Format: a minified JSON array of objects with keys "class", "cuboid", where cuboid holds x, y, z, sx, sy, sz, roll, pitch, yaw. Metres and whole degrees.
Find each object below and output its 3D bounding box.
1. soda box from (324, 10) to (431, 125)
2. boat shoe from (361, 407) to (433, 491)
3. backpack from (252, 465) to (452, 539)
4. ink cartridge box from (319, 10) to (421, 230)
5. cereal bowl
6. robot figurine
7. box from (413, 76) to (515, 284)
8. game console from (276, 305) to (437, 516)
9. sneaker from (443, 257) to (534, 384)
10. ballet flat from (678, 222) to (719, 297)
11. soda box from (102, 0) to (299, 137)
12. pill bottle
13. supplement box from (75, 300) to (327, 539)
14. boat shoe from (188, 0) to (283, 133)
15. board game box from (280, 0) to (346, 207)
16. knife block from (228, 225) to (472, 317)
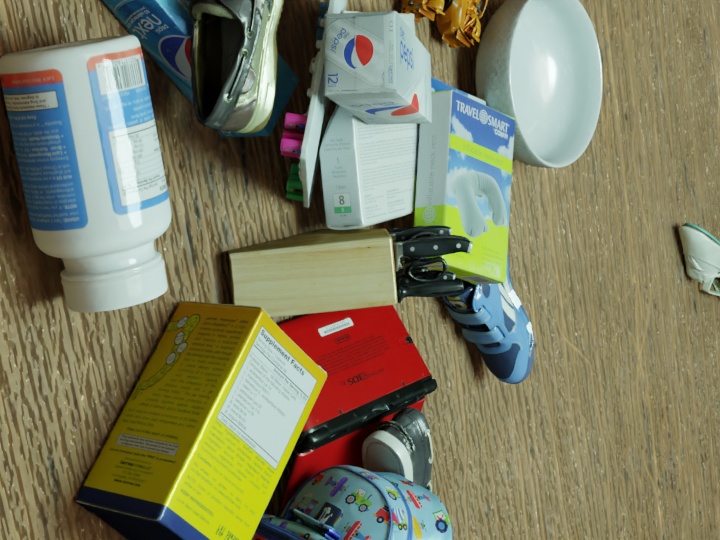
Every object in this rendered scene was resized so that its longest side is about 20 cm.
[{"class":"soda box","cuboid":[0.018,-0.172,1.203,0.200,0.062,0.069,10,80,-79]},{"class":"boat shoe","cuboid":[0.039,0.215,1.375,0.060,0.073,0.202,-41,144,-34]},{"class":"backpack","cuboid":[-0.020,0.267,1.243,0.134,0.182,0.202,37,79,-39]},{"class":"ink cartridge box","cuboid":[0.011,-0.150,1.359,0.160,0.049,0.203,-18,102,-62]},{"class":"cereal bowl","cuboid":[0.192,-0.217,1.567,0.199,0.083,0.203,-2,93,-50]},{"class":"robot figurine","cuboid":[0.103,-0.350,1.472,0.144,0.058,0.203,23,75,-49]},{"class":"box","cuboid":[0.108,-0.095,1.426,0.121,0.047,0.203,15,75,-49]},{"class":"game console","cuboid":[-0.029,0.137,1.371,0.199,0.118,0.174,-18,75,-49]},{"class":"sneaker","cuboid":[0.131,0.040,1.521,0.082,0.073,0.202,-32,109,-42]},{"class":"ballet flat","cuboid":[0.505,-0.003,1.977,0.199,0.069,0.070,30,69,-48]},{"class":"soda box","cuboid":[-0.140,-0.204,1.186,0.200,0.064,0.068,49,56,-39]},{"class":"pill bottle","cuboid":[-0.209,-0.075,1.073,0.112,0.111,0.203,-22,109,-47]},{"class":"supplement box","cuboid":[-0.132,0.141,1.177,0.109,0.109,0.202,48,57,-40]},{"class":"boat shoe","cuboid":[-0.105,-0.213,1.120,0.064,0.072,0.203,-10,99,-54]},{"class":"board game box","cuboid":[-0.041,-0.176,1.244,0.200,0.025,0.203,100,0,-80]},{"class":"knife block","cuboid":[0.000,0.000,1.277,0.199,0.174,0.065,-15,102,-48]}]
